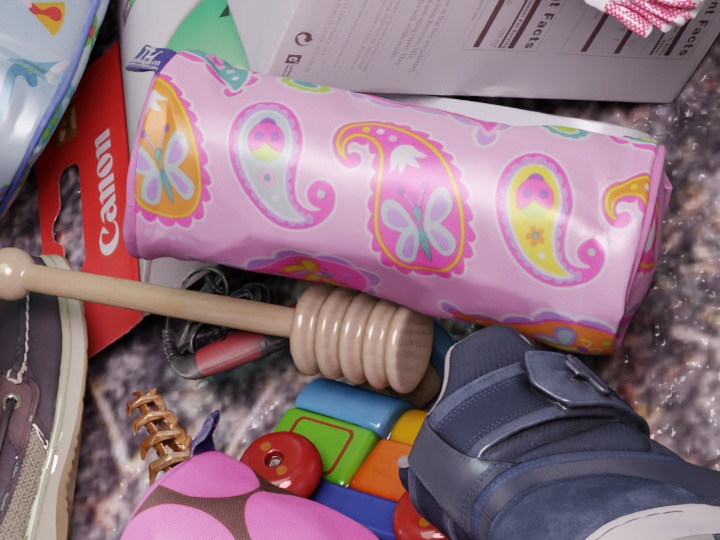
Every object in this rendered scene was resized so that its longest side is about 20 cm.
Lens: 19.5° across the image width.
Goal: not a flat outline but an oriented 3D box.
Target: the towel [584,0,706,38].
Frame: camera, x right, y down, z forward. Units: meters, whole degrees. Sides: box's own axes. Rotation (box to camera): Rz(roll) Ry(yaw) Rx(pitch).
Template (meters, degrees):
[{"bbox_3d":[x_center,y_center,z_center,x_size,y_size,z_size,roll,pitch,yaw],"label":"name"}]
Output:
[{"bbox_3d":[0.064,-0.178,0.782,0.199,0.030,0.146,35,44,6],"label":"towel"}]

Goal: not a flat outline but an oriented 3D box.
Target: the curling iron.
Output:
[{"bbox_3d":[0.000,0.000,0.838,0.199,0.026,0.050,-20,58,28],"label":"curling iron"}]

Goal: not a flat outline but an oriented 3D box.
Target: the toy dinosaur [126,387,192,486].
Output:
[{"bbox_3d":[-0.066,0.154,0.800,0.135,0.102,0.201,-10,65,18],"label":"toy dinosaur"}]

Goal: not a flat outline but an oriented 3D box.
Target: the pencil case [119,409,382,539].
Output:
[{"bbox_3d":[0.009,0.132,0.699,0.199,0.094,0.091,29,113,23],"label":"pencil case"}]

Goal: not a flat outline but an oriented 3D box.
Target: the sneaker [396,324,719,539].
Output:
[{"bbox_3d":[0.106,0.080,0.725,0.146,0.202,0.077,37,110,47],"label":"sneaker"}]

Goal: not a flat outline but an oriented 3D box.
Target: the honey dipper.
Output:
[{"bbox_3d":[-0.068,0.015,0.834,0.199,0.038,0.038,8,67,24],"label":"honey dipper"}]

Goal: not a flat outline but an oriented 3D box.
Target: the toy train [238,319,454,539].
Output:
[{"bbox_3d":[0.057,0.083,0.805,0.199,0.085,0.116,13,55,29],"label":"toy train"}]

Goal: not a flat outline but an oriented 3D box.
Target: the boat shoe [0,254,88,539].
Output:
[{"bbox_3d":[-0.158,0.080,0.893,0.072,0.064,0.201,139,138,-56],"label":"boat shoe"}]

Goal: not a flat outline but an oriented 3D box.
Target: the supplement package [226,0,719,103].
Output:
[{"bbox_3d":[0.050,-0.147,0.847,0.199,0.110,0.114,-1,51,-27],"label":"supplement package"}]

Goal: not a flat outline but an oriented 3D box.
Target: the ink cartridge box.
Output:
[{"bbox_3d":[-0.095,-0.066,0.925,0.200,0.050,0.162,-32,51,31],"label":"ink cartridge box"}]

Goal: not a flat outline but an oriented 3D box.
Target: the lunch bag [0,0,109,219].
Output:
[{"bbox_3d":[-0.169,-0.120,0.973,0.082,0.161,0.201,22,68,-14],"label":"lunch bag"}]

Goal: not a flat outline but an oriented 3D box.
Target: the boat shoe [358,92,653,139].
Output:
[{"bbox_3d":[0.033,-0.034,0.881,0.198,0.073,0.069,11,87,35],"label":"boat shoe"}]

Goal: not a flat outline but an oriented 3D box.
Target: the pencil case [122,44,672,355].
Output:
[{"bbox_3d":[0.011,-0.028,0.766,0.199,0.088,0.088,13,67,10],"label":"pencil case"}]
